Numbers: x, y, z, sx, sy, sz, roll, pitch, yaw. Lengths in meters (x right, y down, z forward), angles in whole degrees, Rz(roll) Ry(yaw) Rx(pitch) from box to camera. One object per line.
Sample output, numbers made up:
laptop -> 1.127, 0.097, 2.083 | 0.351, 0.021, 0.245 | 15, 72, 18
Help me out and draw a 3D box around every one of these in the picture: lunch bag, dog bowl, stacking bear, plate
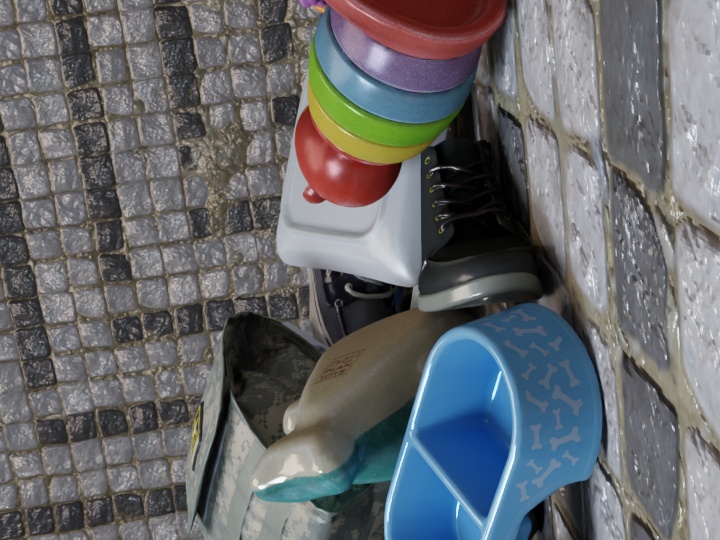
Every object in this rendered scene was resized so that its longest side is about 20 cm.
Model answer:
lunch bag -> -0.067, 0.153, 0.863 | 0.200, 0.117, 0.165 | 44, 133, 31
dog bowl -> 0.066, 0.115, 0.629 | 0.112, 0.049, 0.202 | 47, 131, 49
stacking bear -> 0.010, -0.119, 0.726 | 0.114, 0.121, 0.201 | 46, 145, 14
plate -> -0.005, -0.098, 0.889 | 0.199, 0.032, 0.203 | 10, 89, 56

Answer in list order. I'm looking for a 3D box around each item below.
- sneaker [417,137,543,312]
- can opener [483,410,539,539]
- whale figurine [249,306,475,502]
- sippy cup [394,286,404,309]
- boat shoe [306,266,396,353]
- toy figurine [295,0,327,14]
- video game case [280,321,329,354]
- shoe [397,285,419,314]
sneaker -> 0.066, -0.033, 0.719 | 0.200, 0.074, 0.108 | -143, 48, -85
can opener -> 0.108, 0.135, 0.747 | 0.067, 0.053, 0.201 | 44, 163, 16
whale figurine -> 0.015, 0.101, 0.729 | 0.200, 0.158, 0.105 | -40, -74, -53
sippy cup -> 0.013, 0.012, 1.099 | 0.177, 0.139, 0.132 | 31, -140, -31
boat shoe -> 0.000, 0.000, 0.930 | 0.093, 0.074, 0.202 | -56, 44, 46
toy figurine -> -0.029, -0.234, 0.743 | 0.184, 0.148, 0.203 | -51, -46, -62
video game case -> -0.013, 0.166, 0.915 | 0.181, 0.023, 0.203 | 29, 125, 40
shoe -> 0.056, 0.013, 0.940 | 0.201, 0.053, 0.071 | 103, 167, -56
